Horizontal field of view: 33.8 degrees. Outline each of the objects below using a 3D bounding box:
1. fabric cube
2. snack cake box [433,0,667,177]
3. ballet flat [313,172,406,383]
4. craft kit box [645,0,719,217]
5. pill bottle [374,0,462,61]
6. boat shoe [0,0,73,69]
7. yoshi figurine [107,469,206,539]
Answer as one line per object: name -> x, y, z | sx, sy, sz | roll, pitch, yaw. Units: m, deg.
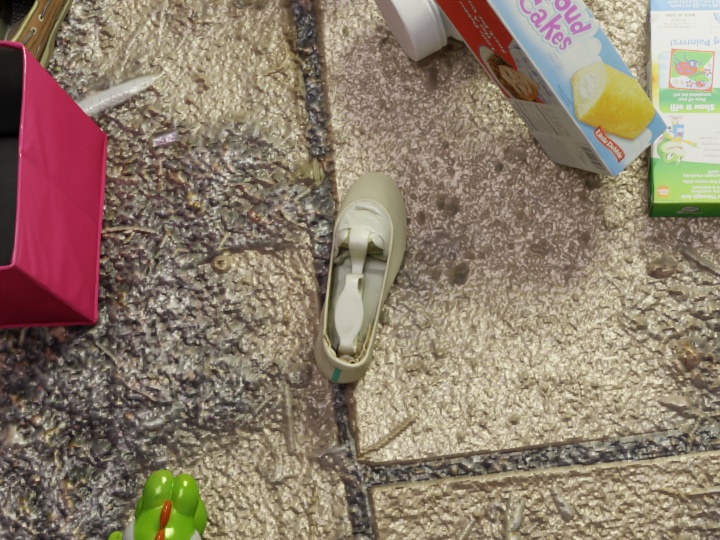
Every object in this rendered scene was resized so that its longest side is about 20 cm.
fabric cube -> -0.351, -0.065, 1.047 | 0.195, 0.199, 0.201 | -3, 75, 8
snack cake box -> 0.157, -0.179, 1.001 | 0.067, 0.115, 0.200 | -42, 111, -4
ballet flat -> 0.000, 0.000, 1.049 | 0.069, 0.069, 0.201 | 6, 76, 10
craft kit box -> 0.356, -0.146, 1.051 | 0.199, 0.049, 0.198 | 1, 73, 8
pill bottle -> 0.113, -0.282, 1.083 | 0.200, 0.114, 0.114 | -30, 73, -1
boat shoe -> -0.327, -0.274, 1.166 | 0.072, 0.068, 0.201 | 3, 75, 10
yoshi figurine -> -0.170, 0.264, 1.003 | 0.112, 0.112, 0.201 | 14, 92, 52
